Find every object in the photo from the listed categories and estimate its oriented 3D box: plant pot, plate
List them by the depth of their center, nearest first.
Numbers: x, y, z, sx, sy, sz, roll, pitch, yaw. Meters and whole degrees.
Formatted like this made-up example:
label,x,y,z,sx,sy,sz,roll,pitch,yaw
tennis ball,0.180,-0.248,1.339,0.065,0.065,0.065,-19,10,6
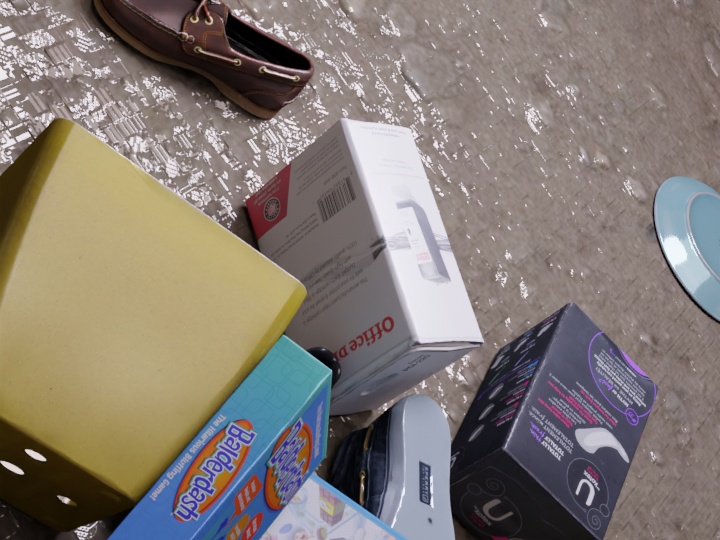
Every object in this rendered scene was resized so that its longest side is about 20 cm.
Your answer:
label,x,y,z,sx,sy,sz,roll,pitch,yaw
plant pot,-0.188,0.056,0.925,0.199,0.200,0.177,35,57,-20
plate,0.421,-0.027,1.647,0.199,0.026,0.202,24,49,-31

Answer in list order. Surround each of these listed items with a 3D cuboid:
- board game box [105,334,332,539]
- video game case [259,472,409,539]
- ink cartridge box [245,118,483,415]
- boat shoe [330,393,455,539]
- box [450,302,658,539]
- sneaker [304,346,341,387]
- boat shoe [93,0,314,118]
label,x,y,z,sx,sy,sz,roll,pitch,yaw
board game box,-0.095,0.155,0.910,0.045,0.152,0.200,34,66,14
video game case,-0.027,0.228,0.975,0.199,0.018,0.143,32,58,20
ink cartridge box,0.000,0.000,1.154,0.084,0.145,0.202,3,62,-42
boat shoe,0.021,0.198,1.084,0.071,0.091,0.201,31,45,-26
box,0.164,0.147,1.237,0.122,0.106,0.200,43,43,-9
sneaker,-0.089,0.109,1.044,0.076,0.091,0.200,53,43,-3
boat shoe,-0.132,-0.209,1.229,0.199,0.070,0.071,26,50,-26
